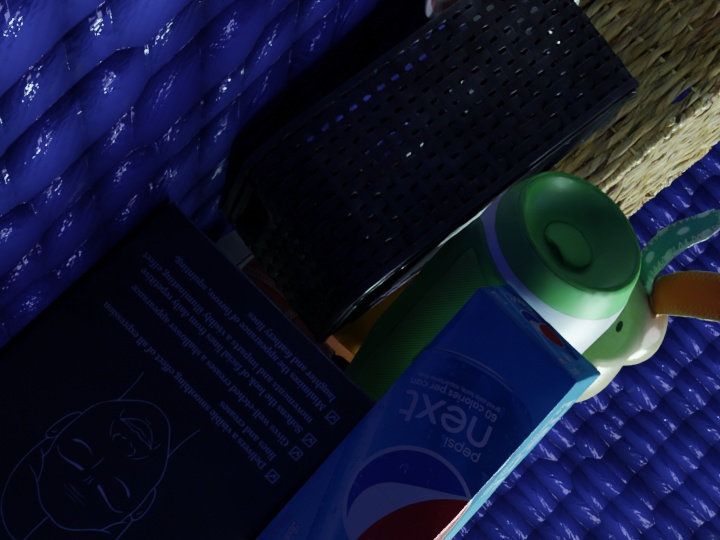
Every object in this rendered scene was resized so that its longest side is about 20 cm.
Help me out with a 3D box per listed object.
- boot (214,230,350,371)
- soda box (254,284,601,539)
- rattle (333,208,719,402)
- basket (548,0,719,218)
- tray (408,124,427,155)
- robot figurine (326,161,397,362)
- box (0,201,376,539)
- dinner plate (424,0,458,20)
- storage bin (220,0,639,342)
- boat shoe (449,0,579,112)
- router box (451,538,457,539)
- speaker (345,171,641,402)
[{"bbox_3d":[-0.095,0.094,1.093,0.200,0.145,0.072,-41,179,-14],"label":"boot"},{"bbox_3d":[0.019,0.101,0.919,0.200,0.064,0.068,-49,169,11],"label":"soda box"},{"bbox_3d":[0.098,0.009,1.077,0.199,0.142,0.132,9,-97,61],"label":"rattle"},{"bbox_3d":[0.165,-0.122,1.363,0.200,0.143,0.149,-40,167,-6],"label":"basket"},{"bbox_3d":[-0.021,-0.017,1.398,0.200,0.022,0.107,-43,174,-22],"label":"tray"},{"bbox_3d":[0.001,-0.001,1.235,0.200,0.143,0.118,-34,145,-57],"label":"robot figurine"},{"bbox_3d":[-0.112,0.097,0.967,0.200,0.148,0.107,-43,168,-16],"label":"box"},{"bbox_3d":[0.096,-0.206,0.988,0.200,0.024,0.200,-45,174,-6],"label":"dinner plate"},{"bbox_3d":[0.035,-0.063,1.049,0.199,0.094,0.135,-38,177,-17],"label":"storage bin"},{"bbox_3d":[0.095,-0.137,1.183,0.062,0.072,0.200,-38,168,-28],"label":"boat shoe"},{"bbox_3d":[-0.034,0.201,1.014,0.198,0.049,0.179,8,-143,37],"label":"router box"},{"bbox_3d":[0.060,0.036,1.019,0.088,0.088,0.200,-38,171,-45],"label":"speaker"}]
